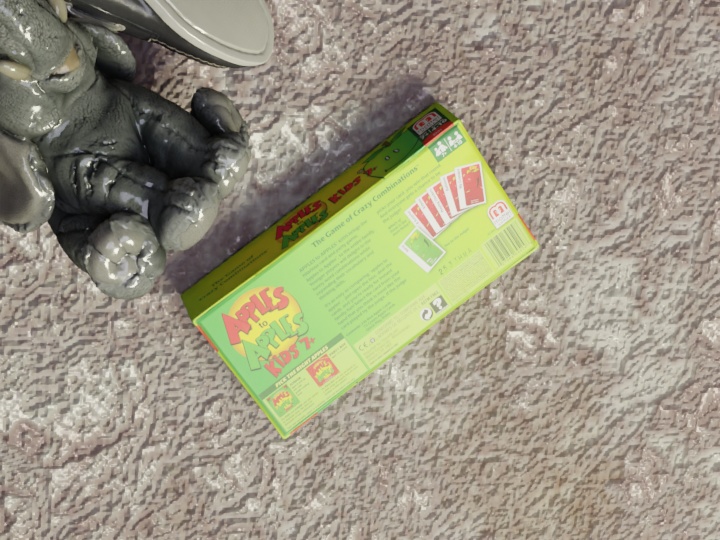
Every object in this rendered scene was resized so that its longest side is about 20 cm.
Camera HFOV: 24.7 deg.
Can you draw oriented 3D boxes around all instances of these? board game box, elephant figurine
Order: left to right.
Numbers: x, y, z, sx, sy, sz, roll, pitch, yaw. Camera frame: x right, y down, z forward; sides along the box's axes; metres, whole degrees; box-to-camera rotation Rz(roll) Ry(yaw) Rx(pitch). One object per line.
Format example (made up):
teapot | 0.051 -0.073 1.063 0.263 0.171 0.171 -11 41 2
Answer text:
elephant figurine | -0.165 -0.089 0.879 0.199 0.142 0.155 38 112 -14
board game box | 0.000 0.000 1.011 0.199 0.048 0.102 -37 114 -1

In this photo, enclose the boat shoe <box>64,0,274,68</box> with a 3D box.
boat shoe | -0.135 -0.164 0.907 0.199 0.075 0.060 24 143 -38
